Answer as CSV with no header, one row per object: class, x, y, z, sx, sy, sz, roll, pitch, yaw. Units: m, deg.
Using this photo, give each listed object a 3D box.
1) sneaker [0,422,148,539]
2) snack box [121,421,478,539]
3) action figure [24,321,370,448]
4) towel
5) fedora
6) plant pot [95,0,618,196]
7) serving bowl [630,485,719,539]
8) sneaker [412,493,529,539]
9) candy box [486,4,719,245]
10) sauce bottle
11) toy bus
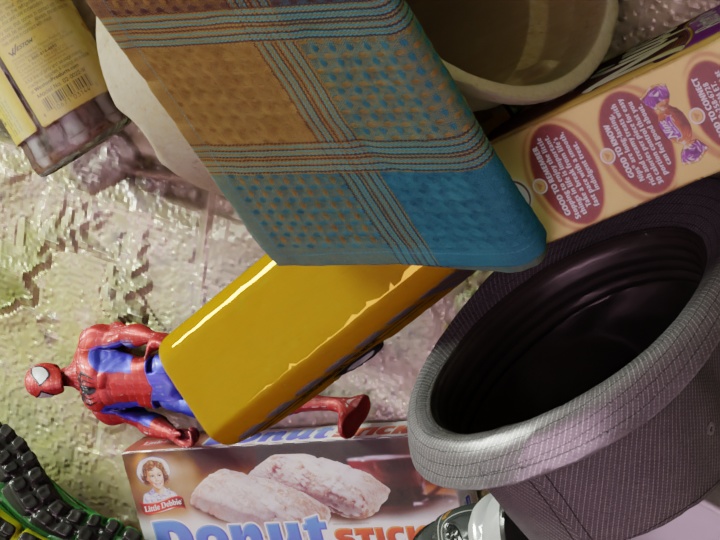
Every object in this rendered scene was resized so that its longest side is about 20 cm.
sneaker,-0.164,0.164,1.190,0.200,0.078,0.085,45,164,16
snack box,-0.032,0.121,1.134,0.198,0.024,0.073,-6,108,28
action figure,-0.095,0.059,1.131,0.198,0.052,0.066,-1,113,29
towel,-0.018,-0.066,0.867,0.145,0.022,0.200,2,145,32
fedora,0.112,0.053,0.949,0.176,0.200,0.091,-22,112,29
plant pot,-0.018,-0.128,0.952,0.183,0.200,0.201,-31,93,42
serving bowl,0.154,0.181,1.035,0.198,0.066,0.202,13,115,28
sneaker,0.082,0.199,1.010,0.086,0.080,0.202,-17,89,42
candy box,0.153,-0.079,0.914,0.199,0.117,0.057,-26,97,31
sauce bottle,-0.189,-0.148,1.090,0.064,0.065,0.201,-26,95,31
toy bus,0.000,0.000,1.018,0.200,0.078,0.065,-39,81,25
